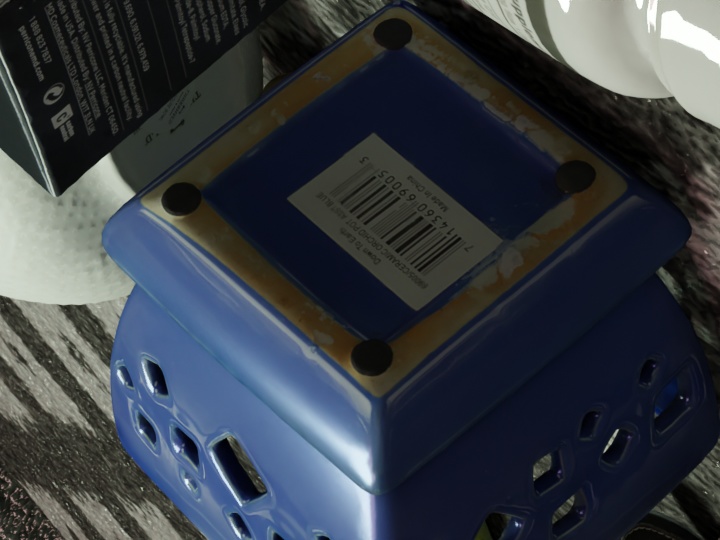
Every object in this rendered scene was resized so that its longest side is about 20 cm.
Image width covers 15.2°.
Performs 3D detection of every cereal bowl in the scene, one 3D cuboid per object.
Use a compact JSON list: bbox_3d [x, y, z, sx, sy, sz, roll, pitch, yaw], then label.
[{"bbox_3d":[-0.112,-0.079,1.219,0.083,0.200,0.201,11,143,39],"label":"cereal bowl"}]

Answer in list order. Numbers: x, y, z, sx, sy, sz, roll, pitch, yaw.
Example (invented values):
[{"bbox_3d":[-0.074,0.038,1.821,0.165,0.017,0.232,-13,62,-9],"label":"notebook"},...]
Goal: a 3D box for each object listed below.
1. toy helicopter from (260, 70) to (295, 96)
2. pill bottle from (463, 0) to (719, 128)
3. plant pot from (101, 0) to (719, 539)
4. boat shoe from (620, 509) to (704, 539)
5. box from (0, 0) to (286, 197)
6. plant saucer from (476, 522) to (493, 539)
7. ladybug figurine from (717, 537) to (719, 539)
[{"bbox_3d":[0.000,0.000,1.281,0.079,0.132,0.201,-9,101,38],"label":"toy helicopter"},{"bbox_3d":[0.067,-0.120,0.766,0.200,0.114,0.114,36,160,38],"label":"pill bottle"},{"bbox_3d":[0.018,0.023,1.100,0.200,0.200,0.180,41,156,29],"label":"plant pot"},{"bbox_3d":[0.182,0.178,1.259,0.200,0.072,0.071,41,157,-9],"label":"boat shoe"},{"bbox_3d":[-0.112,-0.173,0.976,0.200,0.196,0.124,41,164,25],"label":"box"},{"bbox_3d":[0.016,0.136,1.626,0.200,0.048,0.200,36,160,38],"label":"plant saucer"},{"bbox_3d":[0.220,0.156,1.071,0.200,0.072,0.136,33,159,46],"label":"ladybug figurine"}]
